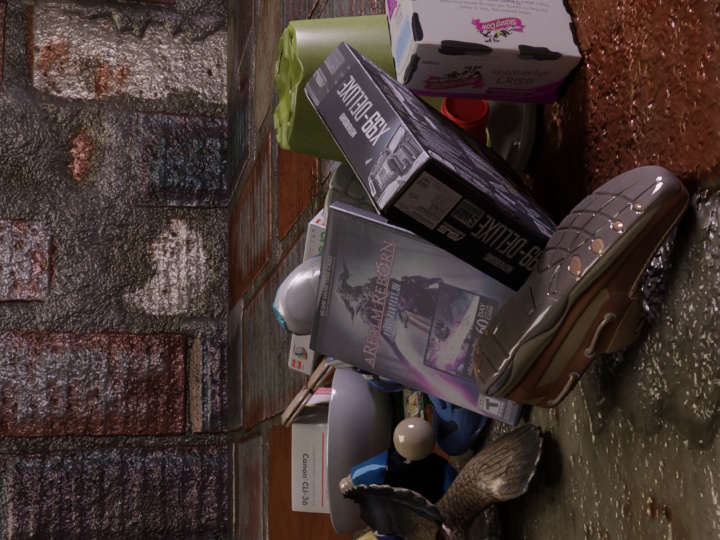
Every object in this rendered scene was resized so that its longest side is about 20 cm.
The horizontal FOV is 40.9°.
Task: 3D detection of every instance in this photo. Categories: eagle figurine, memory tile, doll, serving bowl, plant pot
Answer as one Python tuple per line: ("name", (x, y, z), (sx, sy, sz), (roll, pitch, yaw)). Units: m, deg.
("eagle figurine", (0.070, 0.213, 0.810), (0.152, 0.149, 0.202), (-55, -31, -55))
("memory tile", (-0.032, 0.105, 1.173), (0.201, 0.017, 0.153), (-53, -2, -6))
("doll", (0.046, 0.222, 0.945), (0.049, 0.135, 0.201), (-66, -17, -49))
("serving bowl", (0.008, 0.205, 1.131), (0.200, 0.065, 0.202), (-1, -90, -81))
("plant pot", (0.015, -0.176, 0.959), (0.200, 0.188, 0.202), (-179, 90, -74))

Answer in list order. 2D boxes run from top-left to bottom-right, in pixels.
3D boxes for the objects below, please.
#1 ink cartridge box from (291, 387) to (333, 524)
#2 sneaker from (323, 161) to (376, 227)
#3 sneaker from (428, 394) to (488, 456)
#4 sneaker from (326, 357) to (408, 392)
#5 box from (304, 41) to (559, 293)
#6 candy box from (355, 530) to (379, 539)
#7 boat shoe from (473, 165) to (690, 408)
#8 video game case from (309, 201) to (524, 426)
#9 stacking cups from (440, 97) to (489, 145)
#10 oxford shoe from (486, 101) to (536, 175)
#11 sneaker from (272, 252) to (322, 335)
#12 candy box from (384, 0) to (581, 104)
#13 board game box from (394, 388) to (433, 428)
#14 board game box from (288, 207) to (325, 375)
("ink cartridge box", (-0.044, 0.232, 1.232), (0.200, 0.067, 0.118), (-43, -46, -78))
("sneaker", (0.000, -0.099, 1.065), (0.082, 0.077, 0.201), (-40, 20, 48))
("sneaker", (0.081, 0.083, 0.891), (0.074, 0.081, 0.202), (-117, 29, -59))
("sneaker", (0.006, 0.073, 0.989), (0.200, 0.145, 0.081), (-37, 55, 56))
("box", (0.065, -0.066, 0.701), (0.050, 0.199, 0.158), (-48, 43, 17))
("candy box", (0.046, 0.353, 0.895), (0.200, 0.056, 0.117), (50, 169, 54))
("boat shoe", (0.154, 0.017, 0.645), (0.201, 0.071, 0.076), (-55, 16, 33))
("video game case", (0.055, 0.036, 0.818), (0.019, 0.198, 0.144), (-43, -33, -58))
("stacking cups", (0.086, -0.084, 0.872), (0.201, 0.060, 0.061), (99, 166, -57))
("oxford shoe", (0.112, -0.175, 0.845), (0.075, 0.057, 0.202), (134, 133, -64))
("sneaker", (0.000, 0.000, 0.996), (0.077, 0.199, 0.081), (61, 160, 3))
("candy box", (0.088, -0.234, 0.785), (0.061, 0.135, 0.202), (114, 154, -57))
("board game box", (0.059, 0.085, 1.092), (0.105, 0.023, 0.202), (132, 138, -71))
("board game box", (-0.037, 0.010, 1.159), (0.126, 0.034, 0.202), (-52, -23, -56))
